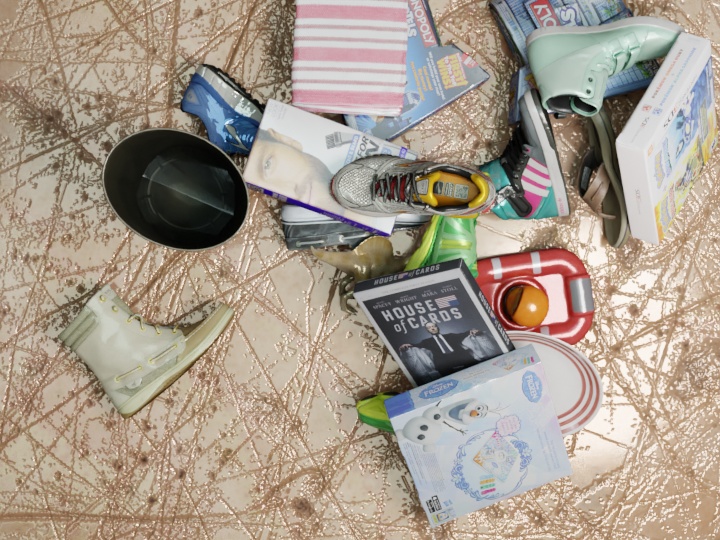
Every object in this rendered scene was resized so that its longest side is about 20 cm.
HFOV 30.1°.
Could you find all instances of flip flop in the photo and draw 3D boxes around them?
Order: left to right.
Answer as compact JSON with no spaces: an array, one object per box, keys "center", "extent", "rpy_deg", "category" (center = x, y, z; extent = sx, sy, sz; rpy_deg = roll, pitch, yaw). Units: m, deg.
[{"center":[0.304,-0.122,1.719],"extent":[0.057,0.081,0.202],"rpy_deg":[-19,116,-4],"category":"flip flop"}]

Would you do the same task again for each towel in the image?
[{"center":[-0.013,-0.298,1.694],"extent":[0.145,0.030,0.202],"rpy_deg":[3,89,-1],"category":"towel"}]

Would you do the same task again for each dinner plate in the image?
[{"center":[0.212,0.144,1.718],"extent":[0.198,0.024,0.202],"rpy_deg":[7,132,8],"category":"dinner plate"}]

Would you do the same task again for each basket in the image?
[{"center":[-0.220,-0.096,1.664],"extent":[0.179,0.200,0.137],"rpy_deg":[22,90,-3],"category":"basket"}]

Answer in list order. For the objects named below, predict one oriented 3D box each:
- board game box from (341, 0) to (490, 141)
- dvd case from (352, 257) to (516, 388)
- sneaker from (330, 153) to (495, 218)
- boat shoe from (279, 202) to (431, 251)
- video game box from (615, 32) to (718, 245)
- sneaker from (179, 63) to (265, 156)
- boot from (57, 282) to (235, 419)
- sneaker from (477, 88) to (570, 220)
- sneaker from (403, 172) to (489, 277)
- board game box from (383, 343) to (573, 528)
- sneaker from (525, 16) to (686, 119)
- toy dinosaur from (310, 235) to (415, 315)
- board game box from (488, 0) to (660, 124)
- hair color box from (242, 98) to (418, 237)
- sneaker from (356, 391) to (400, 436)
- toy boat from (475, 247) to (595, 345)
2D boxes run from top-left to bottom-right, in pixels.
[{"center":[0.058,-0.268,1.739],"extent":[0.198,0.062,0.202],"rpy_deg":[-17,91,-2],"category":"board game box"},{"center":[0.100,0.076,1.652],"extent":[0.149,0.025,0.201],"rpy_deg":[-14,129,27],"category":"dvd case"},{"center":[0.063,-0.103,1.596],"extent":[0.198,0.082,0.079],"rpy_deg":[0,89,3],"category":"sneaker"},{"center":[-0.005,-0.058,1.745],"extent":[0.198,0.072,0.072],"rpy_deg":[-1,105,4],"category":"boat shoe"},{"center":[0.384,-0.161,1.663],"extent":[0.047,0.201,0.183],"rpy_deg":[24,68,30],"category":"video game box"},{"center":[-0.150,-0.175,1.737],"extent":[0.200,0.079,0.089],"rpy_deg":[40,104,1],"category":"sneaker"},{"center":[-0.276,0.073,1.733],"extent":[0.200,0.072,0.155],"rpy_deg":[-41,89,0],"category":"boot"},{"center":[0.193,-0.137,1.706],"extent":[0.119,0.084,0.201],"rpy_deg":[-14,132,8],"category":"sneaker"},{"center":[0.119,-0.029,1.679],"extent":[0.083,0.074,0.201],"rpy_deg":[29,98,10],"category":"sneaker"},{"center":[0.151,0.210,1.677],"extent":[0.197,0.044,0.201],"rpy_deg":[-20,125,1],"category":"board game box"},{"center":[0.308,-0.242,1.644],"extent":[0.198,0.074,0.119],"rpy_deg":[-5,66,0],"category":"sneaker"},{"center":[0.000,0.000,1.724],"extent":[0.198,0.058,0.102],"rpy_deg":[5,117,-32],"category":"toy dinosaur"},{"center":[0.259,-0.285,1.737],"extent":[0.199,0.062,0.201],"rpy_deg":[-29,92,-1],"category":"board game box"},{"center":[-0.039,-0.126,1.664],"extent":[0.198,0.065,0.110],"rpy_deg":[19,87,-3],"category":"hair color box"},{"center":[0.084,0.218,1.732],"extent":[0.198,0.074,0.084],"rpy_deg":[21,107,-12],"category":"sneaker"},{"center":[0.207,0.044,1.714],"extent":[0.198,0.131,0.132],"rpy_deg":[-9,91,-2],"category":"toy boat"}]
